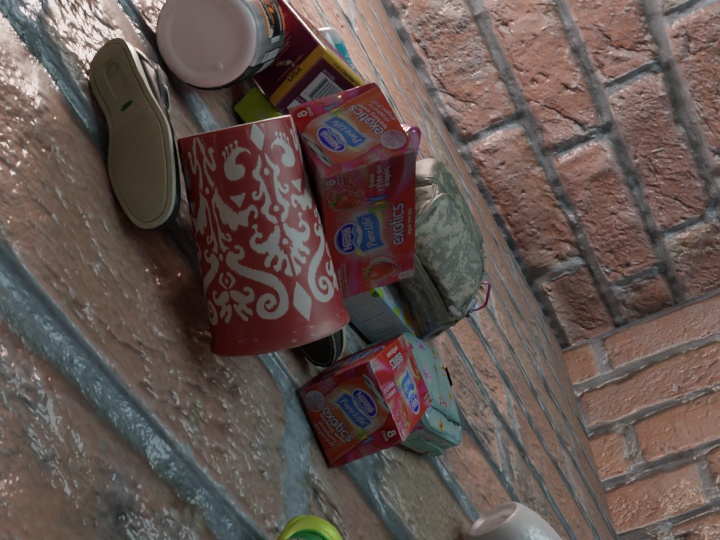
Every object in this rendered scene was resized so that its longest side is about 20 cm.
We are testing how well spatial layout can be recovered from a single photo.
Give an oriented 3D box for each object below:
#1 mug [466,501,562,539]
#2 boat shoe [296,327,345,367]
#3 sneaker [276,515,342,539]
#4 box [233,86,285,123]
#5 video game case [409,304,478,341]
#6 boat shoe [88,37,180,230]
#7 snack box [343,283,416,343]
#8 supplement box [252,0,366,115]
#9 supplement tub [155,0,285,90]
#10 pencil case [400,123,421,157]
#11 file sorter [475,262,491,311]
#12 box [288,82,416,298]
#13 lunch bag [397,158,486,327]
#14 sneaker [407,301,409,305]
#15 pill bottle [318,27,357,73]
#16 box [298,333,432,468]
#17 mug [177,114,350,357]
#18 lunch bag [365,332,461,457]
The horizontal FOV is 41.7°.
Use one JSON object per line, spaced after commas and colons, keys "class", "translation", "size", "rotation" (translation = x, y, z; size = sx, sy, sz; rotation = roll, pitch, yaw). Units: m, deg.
{"class": "mug", "translation": [0.233, 0.441, 1.411], "size": [0.175, 0.148, 0.200], "rotation": [59, -15, -1]}
{"class": "boat shoe", "translation": [-0.073, 0.037, 1.052], "size": [0.061, 0.072, 0.201], "rotation": [-70, 144, -50]}
{"class": "sneaker", "translation": [-0.036, 0.312, 0.805], "size": [0.084, 0.074, 0.200], "rotation": [-25, 95, -49]}
{"class": "box", "translation": [-0.075, -0.146, 1.251], "size": [0.200, 0.048, 0.122], "rotation": [49, 6, 26]}
{"class": "video game case", "translation": [0.108, 0.003, 1.589], "size": [0.181, 0.045, 0.200], "rotation": [-45, -117, 62]}
{"class": "boat shoe", "translation": [-0.194, -0.123, 0.875], "size": [0.068, 0.072, 0.200], "rotation": [32, 35, -58]}
{"class": "snack box", "translation": [0.000, 0.000, 1.373], "size": [0.200, 0.068, 0.169], "rotation": [48, 22, -47]}
{"class": "supplement box", "translation": [-0.084, -0.281, 1.306], "size": [0.131, 0.103, 0.200], "rotation": [33, 18, -47]}
{"class": "supplement tub", "translation": [-0.161, -0.291, 1.147], "size": [0.123, 0.122, 0.200], "rotation": [63, 14, -14]}
{"class": "pencil case", "translation": [-0.011, -0.181, 1.362], "size": [0.087, 0.200, 0.088], "rotation": [-44, 141, -51]}
{"class": "file sorter", "translation": [0.154, -0.022, 1.756], "size": [0.139, 0.125, 0.200], "rotation": [84, -10, -65]}
{"class": "box", "translation": [-0.006, -0.074, 0.951], "size": [0.200, 0.095, 0.103], "rotation": [87, -18, -55]}
{"class": "lunch bag", "translation": [0.096, -0.036, 1.384], "size": [0.200, 0.139, 0.168], "rotation": [59, 25, -31]}
{"class": "sneaker", "translation": [0.037, -0.036, 1.544], "size": [0.200, 0.073, 0.085], "rotation": [59, 19, -21]}
{"class": "pill bottle", "translation": [-0.049, -0.288, 1.559], "size": [0.200, 0.111, 0.111], "rotation": [66, 15, -1]}
{"class": "box", "translation": [0.012, 0.150, 1.131], "size": [0.100, 0.095, 0.200], "rotation": [67, 15, 1]}
{"class": "mug", "translation": [-0.112, -0.034, 0.890], "size": [0.133, 0.177, 0.200], "rotation": [-24, 106, -50]}
{"class": "lunch bag", "translation": [0.084, 0.183, 1.366], "size": [0.200, 0.077, 0.161], "rotation": [37, 32, -62]}
